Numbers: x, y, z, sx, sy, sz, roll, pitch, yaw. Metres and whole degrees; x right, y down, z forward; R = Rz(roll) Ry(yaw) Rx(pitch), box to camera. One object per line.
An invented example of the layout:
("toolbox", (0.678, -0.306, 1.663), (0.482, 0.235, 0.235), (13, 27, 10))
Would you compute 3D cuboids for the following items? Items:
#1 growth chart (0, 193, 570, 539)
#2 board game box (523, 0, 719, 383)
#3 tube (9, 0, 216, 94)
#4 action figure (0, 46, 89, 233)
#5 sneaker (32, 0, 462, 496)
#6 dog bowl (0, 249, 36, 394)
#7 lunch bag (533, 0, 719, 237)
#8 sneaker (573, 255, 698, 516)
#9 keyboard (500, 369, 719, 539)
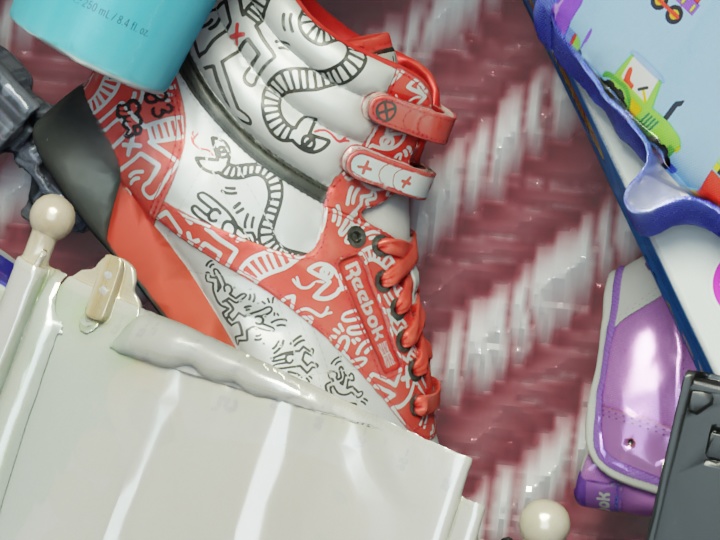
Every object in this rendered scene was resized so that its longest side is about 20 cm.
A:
("growth chart", (-0.041, 0.085, 0.683), (0.200, 0.018, 0.145), (28, 96, 20))
("board game box", (0.164, -0.068, 0.743), (0.195, 0.056, 0.200), (-24, 61, 2))
("tube", (-0.034, -0.149, 0.699), (0.077, 0.050, 0.200), (24, 100, -17))
("action figure", (-0.176, -0.060, 0.797), (0.200, 0.105, 0.194), (38, 99, 9))
("sneaker", (0.000, 0.000, 0.770), (0.108, 0.067, 0.202), (-39, 93, 8))
("dog bowl", (-0.164, 0.081, 0.757), (0.199, 0.079, 0.201), (-2, 100, -13))
("lunch bag", (0.150, -0.079, 0.678), (0.200, 0.094, 0.151), (-42, 64, 3))
("sneaker", (0.130, 0.083, 0.766), (0.114, 0.073, 0.201), (-17, 72, 5))
("keyboard", (0.079, 0.127, 0.670), (0.127, 0.021, 0.201), (13, 90, 4))
